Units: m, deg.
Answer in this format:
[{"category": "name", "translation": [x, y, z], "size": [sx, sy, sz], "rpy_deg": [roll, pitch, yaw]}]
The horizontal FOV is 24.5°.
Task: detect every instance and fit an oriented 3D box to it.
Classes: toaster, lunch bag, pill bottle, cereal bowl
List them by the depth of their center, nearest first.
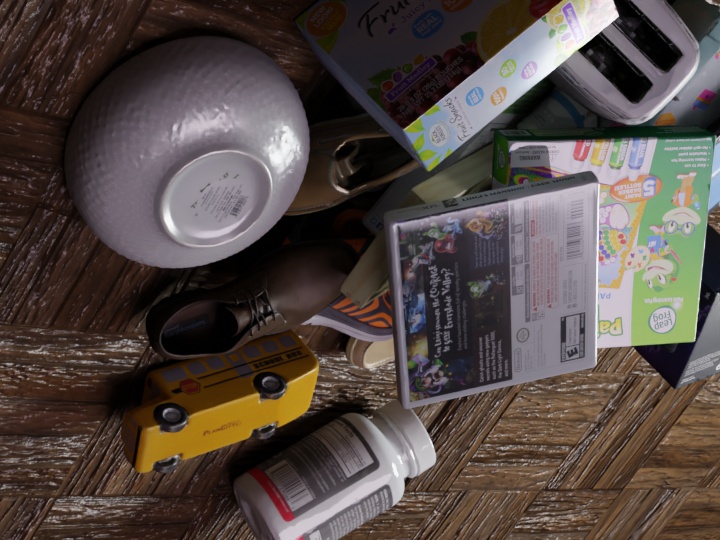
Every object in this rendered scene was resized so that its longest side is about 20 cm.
[{"category": "cereal bowl", "translation": [-0.127, -0.079, 1.305], "size": [0.200, 0.083, 0.200], "rpy_deg": [-15, 132, -18]}, {"category": "toaster", "translation": [0.208, -0.200, 1.419], "size": [0.114, 0.200, 0.129], "rpy_deg": [-45, -169, 7]}, {"category": "lunch bag", "translation": [0.307, -0.169, 1.602], "size": [0.170, 0.122, 0.200], "rpy_deg": [-48, 165, 10]}, {"category": "pill bottle", "translation": [-0.024, 0.219, 1.742], "size": [0.200, 0.111, 0.111], "rpy_deg": [-29, 144, -18]}]

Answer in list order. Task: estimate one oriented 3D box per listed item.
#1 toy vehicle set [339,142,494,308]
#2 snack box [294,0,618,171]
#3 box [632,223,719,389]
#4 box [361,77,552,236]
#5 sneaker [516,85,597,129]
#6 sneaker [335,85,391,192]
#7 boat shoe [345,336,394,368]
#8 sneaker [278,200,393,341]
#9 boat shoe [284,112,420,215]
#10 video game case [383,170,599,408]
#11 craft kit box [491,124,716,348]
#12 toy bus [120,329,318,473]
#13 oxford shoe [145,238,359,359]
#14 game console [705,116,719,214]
[{"category": "toy vehicle set", "translation": [0.068, -0.046, 1.477], "size": [0.124, 0.027, 0.200], "rpy_deg": [-54, 168, 32]}, {"category": "snack box", "translation": [0.074, -0.202, 1.323], "size": [0.200, 0.169, 0.068], "rpy_deg": [-38, 142, -3]}, {"category": "box", "translation": [0.315, 0.004, 1.757], "size": [0.079, 0.200, 0.141], "rpy_deg": [-15, 137, -33]}, {"category": "box", "translation": [0.093, -0.112, 1.510], "size": [0.200, 0.036, 0.144], "rpy_deg": [-49, 170, 14]}, {"category": "sneaker", "translation": [0.164, -0.095, 1.599], "size": [0.087, 0.075, 0.200], "rpy_deg": [-32, 150, -23]}, {"category": "sneaker", "translation": [0.031, -0.154, 1.424], "size": [0.090, 0.066, 0.200], "rpy_deg": [8, 125, -51]}, {"category": "boat shoe", "translation": [0.077, 0.048, 1.692], "size": [0.200, 0.065, 0.072], "rpy_deg": [-30, 145, -18]}, {"category": "sneaker", "translation": [0.000, 0.000, 1.553], "size": [0.200, 0.078, 0.112], "rpy_deg": [8, 124, -48]}, {"category": "boat shoe", "translation": [-0.015, -0.089, 1.377], "size": [0.200, 0.072, 0.076], "rpy_deg": [-24, -163, 29]}, {"category": "video game case", "translation": [0.114, 0.019, 1.410], "size": [0.181, 0.023, 0.200], "rpy_deg": [-12, 127, -9]}, {"category": "craft kit box", "translation": [0.210, -0.028, 1.476], "size": [0.200, 0.049, 0.198], "rpy_deg": [-3, 112, -15]}, {"category": "toy bus", "translation": [-0.134, 0.121, 1.554], "size": [0.200, 0.078, 0.065], "rpy_deg": [-16, 139, -32]}, {"category": "oxford shoe", "translation": [-0.089, 0.033, 1.449], "size": [0.200, 0.084, 0.073], "rpy_deg": [-25, 103, -4]}, {"category": "game console", "translation": [0.340, -0.100, 1.587], "size": [0.200, 0.031, 0.177], "rpy_deg": [-41, 162, -4]}]
